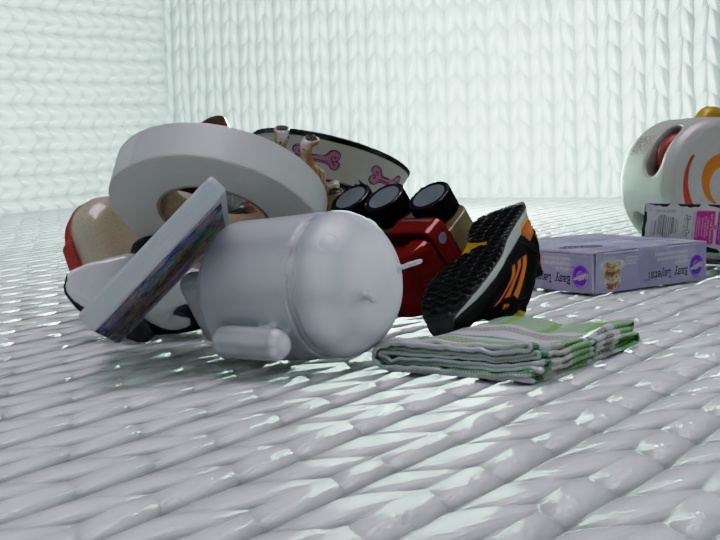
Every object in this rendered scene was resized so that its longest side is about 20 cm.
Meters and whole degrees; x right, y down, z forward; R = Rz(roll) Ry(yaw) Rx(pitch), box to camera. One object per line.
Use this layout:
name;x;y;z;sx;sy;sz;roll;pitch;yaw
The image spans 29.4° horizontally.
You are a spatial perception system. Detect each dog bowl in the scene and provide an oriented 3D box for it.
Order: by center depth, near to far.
dog bowl;-0.044;-0.105;1.649;0.198;0.075;0.200;13;-9;2

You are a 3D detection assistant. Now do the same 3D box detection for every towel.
towel;0.119;0.054;1.087;0.148;0.031;0.199;3;7;33

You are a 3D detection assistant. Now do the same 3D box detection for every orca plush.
orca plush;-0.172;0.024;1.287;0.198;0.106;0.071;-13;-27;-7

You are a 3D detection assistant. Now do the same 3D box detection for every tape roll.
tape roll;-0.129;-0.063;1.246;0.200;0.037;0.203;7;-28;4

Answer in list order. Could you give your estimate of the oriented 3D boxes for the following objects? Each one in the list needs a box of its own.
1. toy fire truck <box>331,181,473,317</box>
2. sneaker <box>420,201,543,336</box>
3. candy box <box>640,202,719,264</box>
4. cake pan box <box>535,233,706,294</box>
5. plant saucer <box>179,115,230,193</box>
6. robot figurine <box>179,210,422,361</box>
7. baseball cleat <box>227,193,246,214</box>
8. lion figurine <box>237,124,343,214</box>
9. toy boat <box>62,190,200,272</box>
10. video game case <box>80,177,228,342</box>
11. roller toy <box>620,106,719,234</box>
toy fire truck;0.000;0.000;1.353;0.175;0.129;0.200;2;44;46
sneaker;0.124;0.019;1.257;0.069;0.091;0.200;-16;23;34
candy box;0.454;-0.040;1.633;0.135;0.062;0.199;10;-5;-43
cake pan box;0.272;-0.011;1.584;0.198;0.053;0.183;-7;10;-38
plant saucer;-0.202;-0.085;1.585;0.034;0.201;0.200;35;14;9
robot figurine;-0.048;0.013;1.081;0.198;0.114;0.170;-4;36;38
baseball cleat;-0.109;-0.042;1.495;0.199;0.107;0.070;30;62;30
lion figurine;-0.080;-0.066;1.406;0.072;0.124;0.200;16;36;18
toy boat;-0.234;-0.004;1.462;0.199;0.132;0.130;-7;-21;-44
video game case;-0.161;-0.003;1.111;0.143;0.018;0.200;-47;-1;-7
roller toy;0.467;-0.125;1.938;0.181;0.203;0.139;-11;8;-23
